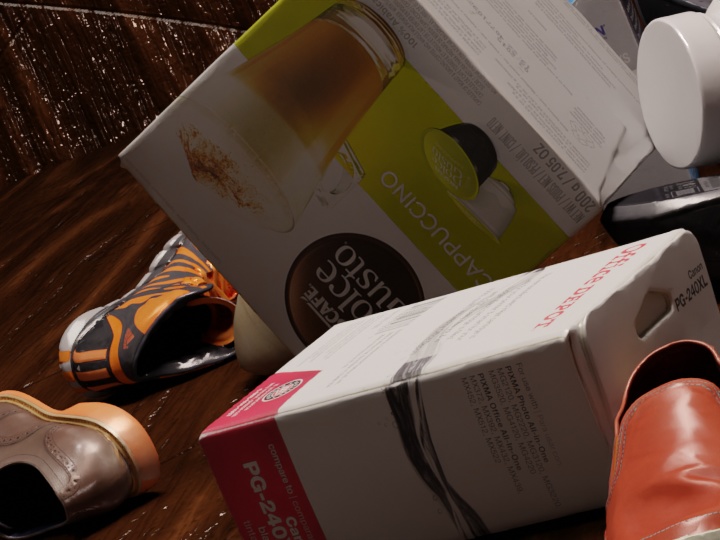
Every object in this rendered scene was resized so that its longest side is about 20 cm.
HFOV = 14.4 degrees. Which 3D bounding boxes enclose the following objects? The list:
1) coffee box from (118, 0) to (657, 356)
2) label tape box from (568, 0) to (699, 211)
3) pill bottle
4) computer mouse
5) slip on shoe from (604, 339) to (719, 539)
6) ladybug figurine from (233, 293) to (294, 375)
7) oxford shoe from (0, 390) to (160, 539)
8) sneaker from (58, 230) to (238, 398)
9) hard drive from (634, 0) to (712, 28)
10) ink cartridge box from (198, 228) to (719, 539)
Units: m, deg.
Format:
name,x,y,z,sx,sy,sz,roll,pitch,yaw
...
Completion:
name,x,y,z,sx,sy,sz,roll,pitch,yaw
coffee box,0.024,-0.073,1.604,0.198,0.200,0.200,-41,2,24
label tape box,0.151,-0.132,1.793,0.066,0.200,0.143,-23,9,9
pill bottle,0.262,-0.115,1.596,0.200,0.112,0.112,-11,5,-18
computer mouse,0.228,-0.029,1.508,0.200,0.053,0.138,-11,7,10
slip on shoe,0.125,0.076,1.106,0.074,0.061,0.200,-19,11,12
ladybug figurine,0.000,0.000,1.797,0.200,0.072,0.136,-29,11,-34
oxford shoe,-0.200,0.115,1.629,0.073,0.071,0.200,-35,15,-35
sneaker,-0.104,0.024,1.942,0.112,0.078,0.200,-6,29,47
hard drive,0.285,-0.177,1.845,0.200,0.042,0.135,-20,33,-38
ink cartridge box,0.053,0.061,1.284,0.200,0.083,0.145,-16,11,32
